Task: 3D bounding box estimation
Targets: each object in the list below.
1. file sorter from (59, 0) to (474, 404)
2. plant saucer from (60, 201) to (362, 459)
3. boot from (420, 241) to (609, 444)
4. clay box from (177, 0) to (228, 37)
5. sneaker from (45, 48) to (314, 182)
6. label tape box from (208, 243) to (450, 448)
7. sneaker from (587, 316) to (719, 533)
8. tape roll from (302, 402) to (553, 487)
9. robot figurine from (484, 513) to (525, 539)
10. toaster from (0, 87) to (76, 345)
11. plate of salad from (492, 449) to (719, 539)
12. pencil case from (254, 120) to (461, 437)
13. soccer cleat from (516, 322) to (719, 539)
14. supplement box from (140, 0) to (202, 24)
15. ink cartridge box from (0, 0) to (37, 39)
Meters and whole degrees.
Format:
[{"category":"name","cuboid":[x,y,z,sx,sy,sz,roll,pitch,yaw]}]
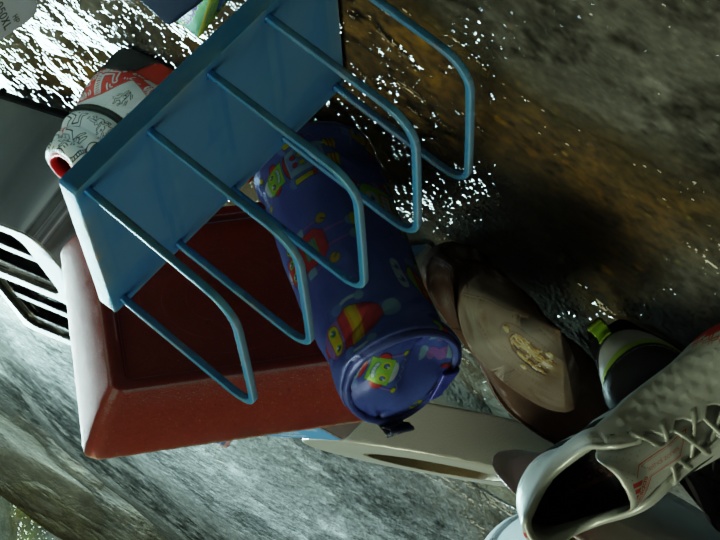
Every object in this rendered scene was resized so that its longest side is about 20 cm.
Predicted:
[{"category":"file sorter","cuboid":[-0.042,-0.049,1.075,0.122,0.200,0.139,37,160,18]},{"category":"plant saucer","cuboid":[-0.085,0.023,1.239,0.200,0.198,0.037,-106,11,-47]},{"category":"boot","cuboid":[0.112,0.063,1.186,0.186,0.064,0.200,43,179,-10]},{"category":"clay box","cuboid":[-0.129,-0.210,1.104,0.199,0.048,0.115,38,160,1]},{"category":"sneaker","cuboid":[-0.116,-0.071,1.288,0.200,0.108,0.067,22,155,32]},{"category":"label tape box","cuboid":[-0.039,0.069,1.324,0.066,0.200,0.143,53,155,-17]},{"category":"sneaker","cuboid":[0.211,0.093,1.220,0.200,0.072,0.083,46,-172,-30]},{"category":"tape roll","cuboid":[0.057,0.124,1.407,0.201,0.037,0.203,10,171,2]},{"category":"robot figurine","cuboid":[0.158,0.240,1.503,0.168,0.114,0.200,17,167,-23]},{"category":"toaster","cuboid":[-0.221,-0.032,1.516,0.199,0.119,0.181,19,154,37]},{"category":"plate of salad","cuboid":[0.170,0.169,1.242,0.199,0.048,0.200,23,-169,-5]},{"category":"pencil case","cuboid":[0.000,0.000,1.175,0.086,0.078,0.201,17,-145,-36]},{"category":"soccer cleat","cuboid":[0.170,0.094,1.104,0.069,0.199,0.085,54,-161,-5]},{"category":"supplement box","cuboid":[-0.066,-0.243,0.731,0.200,0.200,0.134,41,158,-14]},{"category":"ink cartridge box","cuboid":[-0.297,-0.234,1.194,0.200,0.084,0.145,45,164,26]}]
